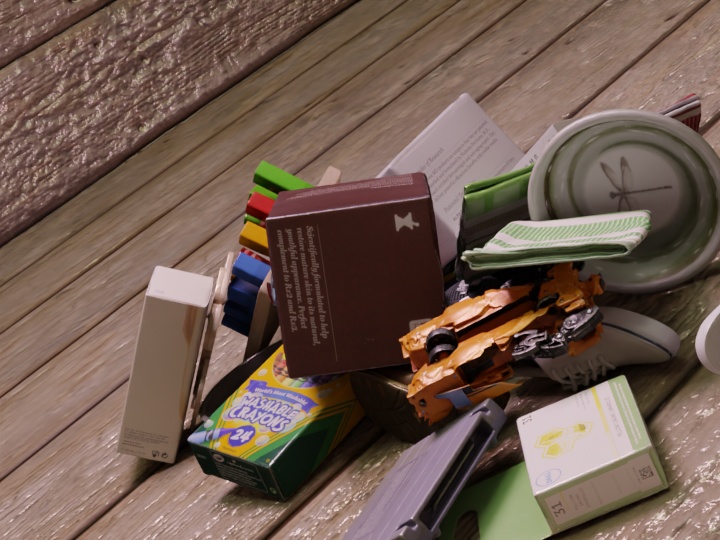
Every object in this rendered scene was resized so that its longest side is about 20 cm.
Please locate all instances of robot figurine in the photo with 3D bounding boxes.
[{"bbox_3d":[0.134,0.058,1.422,0.200,0.058,0.145,-26,30,12],"label":"robot figurine"}]

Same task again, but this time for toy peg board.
[{"bbox_3d":[-0.120,-0.017,1.917,0.200,0.098,0.199,108,-171,-58],"label":"toy peg board"}]

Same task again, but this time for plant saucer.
[{"bbox_3d":[0.268,-0.074,1.550,0.200,0.200,0.050,-20,22,26],"label":"plant saucer"}]

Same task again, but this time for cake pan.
[{"bbox_3d":[-0.089,0.131,1.797,0.200,0.037,0.200,-26,17,8],"label":"cake pan"}]

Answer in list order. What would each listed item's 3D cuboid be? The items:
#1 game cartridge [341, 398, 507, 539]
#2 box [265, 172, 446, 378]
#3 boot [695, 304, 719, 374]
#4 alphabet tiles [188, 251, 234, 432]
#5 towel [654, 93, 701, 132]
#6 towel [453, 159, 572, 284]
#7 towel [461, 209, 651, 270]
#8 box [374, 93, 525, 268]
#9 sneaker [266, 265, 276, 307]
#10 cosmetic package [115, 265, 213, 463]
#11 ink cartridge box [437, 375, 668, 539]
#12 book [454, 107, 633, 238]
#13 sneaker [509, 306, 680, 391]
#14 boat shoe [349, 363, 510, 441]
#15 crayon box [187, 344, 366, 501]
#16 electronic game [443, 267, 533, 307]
[{"bbox_3d":[0.044,0.199,1.344,0.130,0.038,0.200,-43,4,40],"label":"game cartridge"},{"bbox_3d":[0.000,0.000,1.595,0.164,0.166,0.200,-7,10,2],"label":"box"},{"bbox_3d":[0.349,0.032,1.365,0.200,0.074,0.096,-26,9,-24],"label":"boot"},{"bbox_3d":[-0.180,0.084,1.858,0.200,0.015,0.196,110,172,-58],"label":"alphabet tiles"},{"bbox_3d":[0.295,-0.112,1.699,0.144,0.023,0.200,-24,-24,-7],"label":"towel"},{"bbox_3d":[0.169,-0.062,1.652,0.149,0.031,0.200,-22,-24,-9],"label":"towel"},{"bbox_3d":[0.188,-0.030,1.457,0.152,0.023,0.200,-5,7,19],"label":"towel"},{"bbox_3d":[0.073,-0.074,1.872,0.199,0.131,0.200,-43,2,45],"label":"box"},{"bbox_3d":[-0.008,0.028,1.756,0.200,0.096,0.079,9,-11,17],"label":"sneaker"},{"bbox_3d":[-0.225,0.108,1.804,0.071,0.200,0.105,12,20,-4],"label":"cosmetic package"},{"bbox_3d":[0.146,0.171,1.301,0.200,0.048,0.146,-24,18,8],"label":"ink cartridge box"},{"bbox_3d":[0.204,-0.094,1.700,0.133,0.048,0.200,-13,-25,-40],"label":"book"},{"bbox_3d":[0.208,0.079,1.460,0.200,0.073,0.071,-2,59,50],"label":"sneaker"},{"bbox_3d":[0.067,0.123,1.531,0.068,0.072,0.200,-32,23,-30],"label":"boat shoe"},{"bbox_3d":[-0.067,0.142,1.634,0.126,0.052,0.200,11,44,42],"label":"crayon box"},{"bbox_3d":[0.121,0.032,1.747,0.200,0.042,0.200,-25,17,8],"label":"electronic game"}]
